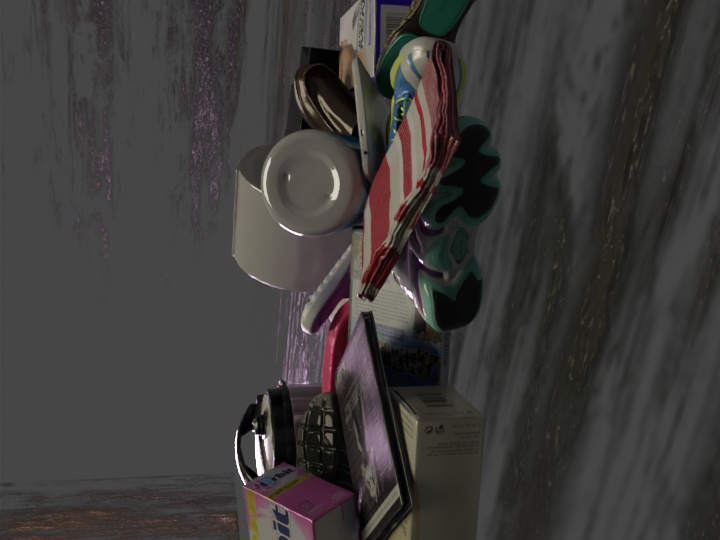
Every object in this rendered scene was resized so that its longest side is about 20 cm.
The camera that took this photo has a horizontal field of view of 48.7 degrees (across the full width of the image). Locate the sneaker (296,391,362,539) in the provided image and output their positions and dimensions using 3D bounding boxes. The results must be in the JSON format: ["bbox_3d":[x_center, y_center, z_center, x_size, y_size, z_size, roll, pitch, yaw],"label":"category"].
[{"bbox_3d":[-0.024,0.241,0.933,0.075,0.079,0.202,-3,90,50],"label":"sneaker"}]

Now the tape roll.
[{"bbox_3d":[-0.081,-0.081,1.144,0.203,0.200,0.140,-109,23,-55],"label":"tape roll"}]

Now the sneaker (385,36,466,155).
[{"bbox_3d":[0.062,-0.139,0.797,0.200,0.075,0.106,94,-179,-70],"label":"sneaker"}]

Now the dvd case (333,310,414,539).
[{"bbox_3d":[0.009,0.165,0.812,0.149,0.016,0.202,112,152,-53],"label":"dvd case"}]

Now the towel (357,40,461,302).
[{"bbox_3d":[0.037,-0.086,0.711,0.145,0.023,0.201,-87,17,-45],"label":"towel"}]

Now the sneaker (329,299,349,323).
[{"bbox_3d":[0.012,0.055,1.047,0.200,0.070,0.081,-139,56,-63],"label":"sneaker"}]

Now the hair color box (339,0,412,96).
[{"bbox_3d":[0.021,-0.288,1.022,0.200,0.064,0.111,-155,66,-77],"label":"hair color box"}]

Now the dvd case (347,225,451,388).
[{"bbox_3d":[0.040,0.057,0.865,0.142,0.017,0.202,11,102,45],"label":"dvd case"}]

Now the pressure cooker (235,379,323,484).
[{"bbox_3d":[-0.068,0.237,1.071,0.176,0.198,0.181,156,113,-74],"label":"pressure cooker"}]

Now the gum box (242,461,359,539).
[{"bbox_3d":[-0.059,0.328,0.870,0.113,0.066,0.202,10,110,43],"label":"gum box"}]

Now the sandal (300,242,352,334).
[{"bbox_3d":[0.000,0.003,0.982,0.203,0.050,0.083,-53,-13,-17],"label":"sandal"}]

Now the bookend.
[{"bbox_3d":[-0.063,-0.282,1.315,0.200,0.091,0.201,-112,28,-61],"label":"bookend"}]

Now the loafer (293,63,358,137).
[{"bbox_3d":[-0.010,-0.191,1.028,0.201,0.073,0.071,54,148,1],"label":"loafer"}]

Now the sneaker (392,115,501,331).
[{"bbox_3d":[0.060,-0.057,0.754,0.140,0.077,0.202,41,129,55],"label":"sneaker"}]

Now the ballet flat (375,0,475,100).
[{"bbox_3d":[0.074,-0.258,0.823,0.200,0.067,0.076,127,164,-60],"label":"ballet flat"}]

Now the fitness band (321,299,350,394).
[{"bbox_3d":[0.015,0.127,0.936,0.143,0.037,0.202,18,109,44],"label":"fitness band"}]

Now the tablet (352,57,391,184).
[{"bbox_3d":[0.026,-0.144,0.905,0.200,0.014,0.132,30,-126,-73],"label":"tablet"}]

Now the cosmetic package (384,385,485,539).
[{"bbox_3d":[0.066,0.223,0.779,0.105,0.070,0.202,-149,61,-74],"label":"cosmetic package"}]

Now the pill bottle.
[{"bbox_3d":[-0.032,-0.100,0.903,0.200,0.110,0.112,-32,-55,-75],"label":"pill bottle"}]
